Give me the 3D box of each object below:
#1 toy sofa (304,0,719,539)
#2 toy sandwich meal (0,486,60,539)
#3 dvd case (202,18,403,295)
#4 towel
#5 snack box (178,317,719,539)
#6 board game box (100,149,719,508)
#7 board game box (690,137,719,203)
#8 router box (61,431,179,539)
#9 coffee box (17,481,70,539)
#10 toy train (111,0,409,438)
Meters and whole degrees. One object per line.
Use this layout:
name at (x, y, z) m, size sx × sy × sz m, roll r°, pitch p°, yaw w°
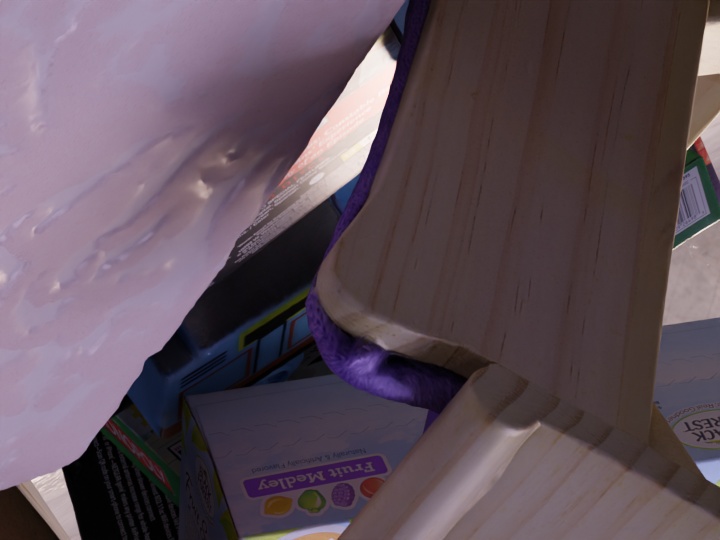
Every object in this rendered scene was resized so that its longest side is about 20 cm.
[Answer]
toy sofa at (0.031, -0.006, 0.619) m, size 0.083 × 0.097 × 0.200 m, roll -53°, pitch -166°, yaw 38°
toy sandwich meal at (-0.098, 0.112, 0.713) m, size 0.070 × 0.205 × 0.205 m, roll -35°, pitch 175°, yaw 0°
dvd case at (-0.055, -0.024, 0.667) m, size 0.146 × 0.022 × 0.200 m, roll -38°, pitch 167°, yaw 1°
towel at (-0.083, -0.007, 0.551) m, size 0.191 × 0.032 × 0.200 m, roll -18°, pitch 155°, yaw -46°
snack box at (0.032, 0.119, 0.839) m, size 0.168 × 0.068 × 0.200 m, roll -8°, pitch 127°, yaw -15°
board game box at (0.000, 0.000, 0.946) m, size 0.200 × 0.029 × 0.135 m, roll -32°, pitch -144°, yaw -16°
board game box at (0.036, 0.000, 1.236) m, size 0.165 × 0.057 × 0.200 m, roll -19°, pitch -175°, yaw 46°
router box at (-0.023, 0.059, 0.950) m, size 0.149 × 0.051 × 0.200 m, roll -25°, pitch -146°, yaw 0°
coffee box at (-0.208, 0.130, 1.027) m, size 0.200 × 0.080 × 0.113 m, roll -33°, pitch 175°, yaw -2°
toy train at (-0.004, -0.024, 0.841) m, size 0.200 × 0.087 × 0.114 m, roll -32°, pitch 169°, yaw -15°
